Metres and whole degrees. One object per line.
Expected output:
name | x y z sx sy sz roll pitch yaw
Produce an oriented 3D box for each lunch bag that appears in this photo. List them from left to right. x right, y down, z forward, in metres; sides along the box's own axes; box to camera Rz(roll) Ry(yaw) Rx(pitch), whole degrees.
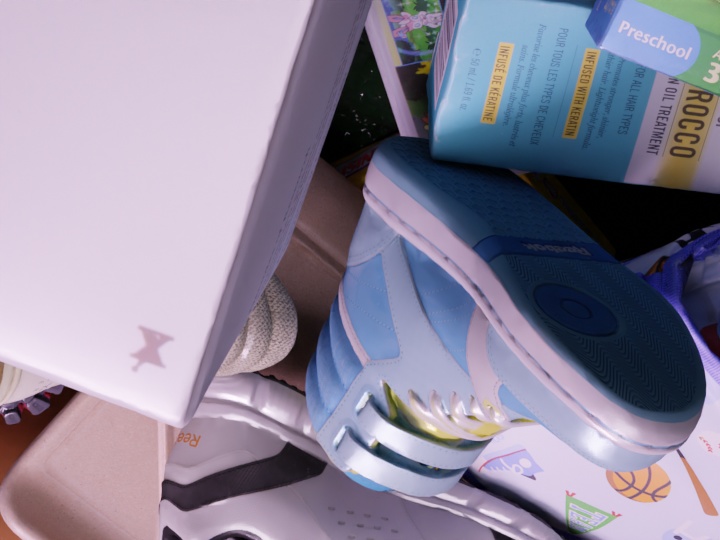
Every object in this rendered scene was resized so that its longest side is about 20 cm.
lunch bag | 0.145 0.052 1.073 0.200 0.124 0.170 21 152 -30

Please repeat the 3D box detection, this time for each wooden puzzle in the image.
wooden puzzle | -0.027 0.074 1.126 0.185 0.037 0.200 40 93 -23

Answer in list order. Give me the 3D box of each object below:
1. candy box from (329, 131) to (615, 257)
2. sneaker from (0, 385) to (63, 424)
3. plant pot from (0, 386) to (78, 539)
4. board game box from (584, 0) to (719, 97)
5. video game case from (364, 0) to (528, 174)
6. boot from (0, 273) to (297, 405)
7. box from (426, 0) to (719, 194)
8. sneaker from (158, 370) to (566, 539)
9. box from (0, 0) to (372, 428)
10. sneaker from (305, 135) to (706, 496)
candy box | 0.000 0.000 1.152 0.200 0.026 0.102 -24 122 29
sneaker | -0.218 0.013 1.109 0.199 0.075 0.081 10 129 -5
plant pot | -0.163 0.117 1.196 0.140 0.200 0.200 -7 134 -5
board game box | 0.188 -0.143 0.916 0.151 0.037 0.200 20 108 -10
video game case | 0.086 -0.125 1.000 0.182 0.022 0.200 -12 131 9
boot | -0.134 -0.004 1.032 0.154 0.200 0.072 -5 113 -38
box | 0.129 -0.074 0.998 0.199 0.049 0.082 6 132 -6
sneaker | 0.004 0.114 1.079 0.200 0.080 0.074 27 161 -15
box | -0.104 -0.092 0.902 0.198 0.171 0.200 21 116 3
sneaker | 0.048 0.048 0.977 0.079 0.200 0.131 9 114 -30
